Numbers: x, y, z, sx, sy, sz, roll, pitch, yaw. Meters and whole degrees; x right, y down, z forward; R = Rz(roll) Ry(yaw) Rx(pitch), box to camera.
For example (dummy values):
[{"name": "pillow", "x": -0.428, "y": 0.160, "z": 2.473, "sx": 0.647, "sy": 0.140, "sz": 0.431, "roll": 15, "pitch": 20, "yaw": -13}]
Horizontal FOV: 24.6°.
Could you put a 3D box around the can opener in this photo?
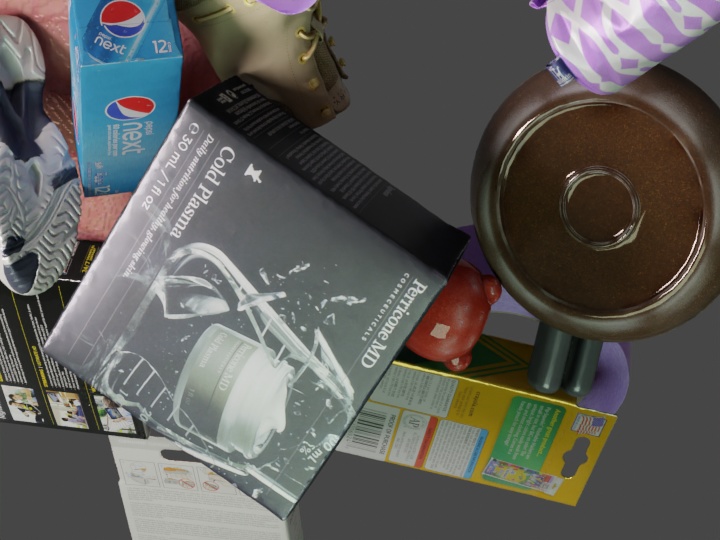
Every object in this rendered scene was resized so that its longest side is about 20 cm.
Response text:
[{"name": "can opener", "x": 0.167, "y": -0.004, "z": 1.179, "sx": 0.052, "sy": 0.066, "sz": 0.202, "roll": 9, "pitch": 106, "yaw": -20}]

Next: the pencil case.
[{"name": "pencil case", "x": 0.200, "y": -0.189, "z": 1.018, "sx": 0.199, "sy": 0.084, "sz": 0.086, "roll": -33, "pitch": 98, "yaw": 36}]

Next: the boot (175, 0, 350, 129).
[{"name": "boot", "x": -0.033, "y": -0.171, "z": 1.087, "sx": 0.198, "sy": 0.073, "sz": 0.156, "roll": -9, "pitch": 131, "yaw": 29}]

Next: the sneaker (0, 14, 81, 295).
[{"name": "sneaker", "x": -0.276, "y": -0.072, "z": 1.195, "sx": 0.129, "sy": 0.079, "sz": 0.201, "roll": -19, "pitch": 87, "yaw": 45}]

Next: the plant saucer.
[{"name": "plant saucer", "x": 0.166, "y": -0.045, "z": 1.130, "sx": 0.198, "sy": 0.032, "sz": 0.202, "roll": 5, "pitch": 105, "yaw": 20}]

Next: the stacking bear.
[{"name": "stacking bear", "x": 0.000, "y": 0.000, "z": 1.186, "sx": 0.198, "sy": 0.114, "sz": 0.122, "roll": 24, "pitch": 93, "yaw": 3}]

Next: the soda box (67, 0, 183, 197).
[{"name": "soda box", "x": -0.161, "y": -0.121, "z": 1.122, "sx": 0.067, "sy": 0.065, "sz": 0.200, "roll": -7, "pitch": 160, "yaw": -11}]

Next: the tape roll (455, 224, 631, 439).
[{"name": "tape roll", "x": 0.114, "y": 0.056, "z": 1.304, "sx": 0.198, "sy": 0.066, "sz": 0.201, "roll": 6, "pitch": 137, "yaw": 5}]

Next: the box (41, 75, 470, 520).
[{"name": "box", "x": -0.066, "y": 0.015, "z": 1.080, "sx": 0.196, "sy": 0.124, "sz": 0.201, "roll": 34, "pitch": 108, "yaw": 0}]

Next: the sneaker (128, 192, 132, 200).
[{"name": "sneaker", "x": -0.150, "y": 0.007, "z": 1.269, "sx": 0.070, "sy": 0.082, "sz": 0.201, "roll": -13, "pitch": 139, "yaw": -35}]

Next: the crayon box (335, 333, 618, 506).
[{"name": "crayon box", "x": 0.089, "y": 0.107, "z": 1.280, "sx": 0.198, "sy": 0.052, "sz": 0.126, "roll": 14, "pitch": 138, "yaw": -1}]

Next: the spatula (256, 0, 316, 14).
[{"name": "spatula", "x": -0.097, "y": -0.214, "z": 1.029, "sx": 0.199, "sy": 0.057, "sz": 0.020, "roll": 30, "pitch": -171, "yaw": 33}]

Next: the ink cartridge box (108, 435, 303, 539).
[{"name": "ink cartridge box", "x": -0.141, "y": 0.208, "z": 1.543, "sx": 0.159, "sy": 0.050, "sz": 0.201, "roll": 4, "pitch": 133, "yaw": 9}]

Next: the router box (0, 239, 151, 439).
[{"name": "router box", "x": -0.258, "y": 0.056, "z": 1.399, "sx": 0.147, "sy": 0.051, "sz": 0.201, "roll": 6, "pitch": 137, "yaw": 10}]
